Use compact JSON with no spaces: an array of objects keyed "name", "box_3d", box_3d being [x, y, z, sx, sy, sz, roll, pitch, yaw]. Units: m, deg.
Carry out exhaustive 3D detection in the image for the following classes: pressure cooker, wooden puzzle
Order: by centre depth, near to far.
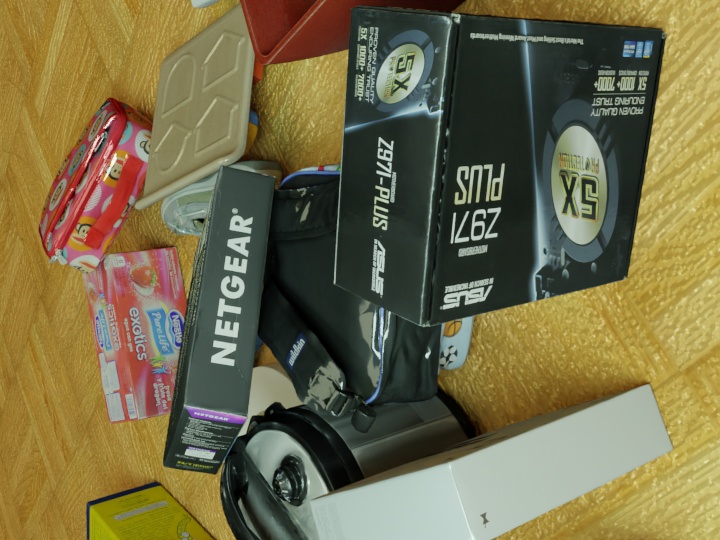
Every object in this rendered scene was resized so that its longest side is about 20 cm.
[{"name":"pressure cooker","box_3d":[-0.014,0.188,0.727,0.174,0.197,0.183,-17,84,51]},{"name":"wooden puzzle","box_3d":[-0.158,-0.169,0.925,0.183,0.046,0.204,-17,59,45]}]

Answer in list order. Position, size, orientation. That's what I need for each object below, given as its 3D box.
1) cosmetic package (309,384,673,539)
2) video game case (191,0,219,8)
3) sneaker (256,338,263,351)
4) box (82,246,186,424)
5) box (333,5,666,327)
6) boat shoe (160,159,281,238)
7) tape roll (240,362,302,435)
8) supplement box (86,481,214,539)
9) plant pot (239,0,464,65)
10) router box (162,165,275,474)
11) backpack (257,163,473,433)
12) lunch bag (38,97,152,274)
[{"name":"cosmetic package","box_3d":[0.087,0.135,0.588,0.150,0.197,0.053,-28,76,49]},{"name":"video game case","box_3d":[-0.121,-0.377,0.866,0.198,0.023,0.186,-8,97,44]},{"name":"sneaker","box_3d":[-0.154,0.081,0.983,0.075,0.077,0.204,30,119,44]},{"name":"box","box_3d":[-0.275,0.083,1.123,0.102,0.093,0.205,-18,82,51]},{"name":"box","box_3d":[0.088,-0.071,0.549,0.085,0.197,0.168,23,114,47]},{"name":"boat shoe","box_3d":[-0.151,-0.065,0.959,0.200,0.074,0.066,-15,81,45]},{"name":"tape roll","box_3d":[-0.077,0.197,0.939,0.201,0.037,0.208,12,105,50]},{"name":"supplement box","box_3d":[-0.268,0.380,1.159,0.199,0.108,0.111,24,115,48]},{"name":"plant pot","box_3d":[0.023,-0.276,0.613,0.199,0.174,0.204,-30,73,50]},{"name":"router box","box_3d":[-0.114,0.043,0.714,0.150,0.050,0.204,123,154,-58]},{"name":"backpack","box_3d":[0.000,0.000,0.714,0.189,0.152,0.205,18,100,49]},{"name":"lunch bag","box_3d":[-0.316,-0.100,1.089,0.202,0.081,0.176,-59,31,8]}]
